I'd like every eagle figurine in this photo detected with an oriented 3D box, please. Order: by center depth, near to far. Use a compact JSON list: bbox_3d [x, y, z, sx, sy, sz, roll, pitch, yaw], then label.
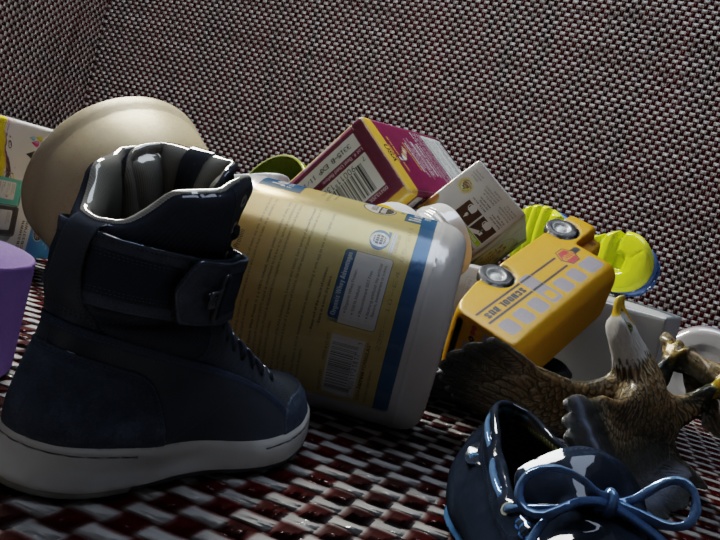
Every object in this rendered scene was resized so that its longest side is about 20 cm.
[{"bbox_3d":[0.169,0.092,0.548,0.200,0.151,0.152,-16,-21,-26],"label":"eagle figurine"}]

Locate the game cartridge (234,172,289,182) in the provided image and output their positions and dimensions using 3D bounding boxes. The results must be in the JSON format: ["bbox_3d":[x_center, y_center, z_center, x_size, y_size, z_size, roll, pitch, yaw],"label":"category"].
[{"bbox_3d":[-0.180,-0.044,0.950,0.200,0.133,0.042,0,-21,24],"label":"game cartridge"}]

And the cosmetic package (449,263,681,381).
[{"bbox_3d":[0.212,0.077,0.848,0.200,0.123,0.199,17,4,24],"label":"cosmetic package"}]

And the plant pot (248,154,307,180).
[{"bbox_3d":[-0.057,-0.019,1.047,0.200,0.187,0.187,28,-6,-38],"label":"plant pot"}]

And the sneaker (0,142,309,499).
[{"bbox_3d":[-0.071,0.020,0.394,0.077,0.146,0.202,14,1,24],"label":"sneaker"}]

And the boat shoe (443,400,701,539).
[{"bbox_3d":[0.077,0.099,0.323,0.084,0.069,0.200,13,4,-19],"label":"boat shoe"}]

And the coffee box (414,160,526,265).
[{"bbox_3d":[0.074,-0.012,0.867,0.080,0.200,0.114,53,2,17],"label":"coffee box"}]

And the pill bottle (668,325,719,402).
[{"bbox_3d":[0.459,0.130,1.094,0.112,0.112,0.200,16,3,23],"label":"pill bottle"}]

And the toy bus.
[{"bbox_3d":[0.147,0.025,0.681,0.078,0.065,0.200,33,42,28],"label":"toy bus"}]

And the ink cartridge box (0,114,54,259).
[{"bbox_3d":[-0.428,-0.100,0.845,0.146,0.147,0.200,16,4,17],"label":"ink cartridge box"}]

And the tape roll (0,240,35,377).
[{"bbox_3d":[-0.282,0.004,0.430,0.200,0.066,0.200,14,3,-1],"label":"tape roll"}]

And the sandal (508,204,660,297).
[{"bbox_3d":[0.245,-0.015,0.895,0.087,0.080,0.200,16,8,-41],"label":"sandal"}]

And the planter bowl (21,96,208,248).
[{"bbox_3d":[-0.223,-0.055,0.835,0.200,0.200,0.135,10,33,-52],"label":"planter bowl"}]

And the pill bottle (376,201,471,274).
[{"bbox_3d":[0.000,0.000,0.734,0.200,0.104,0.104,-19,20,-27],"label":"pill bottle"}]

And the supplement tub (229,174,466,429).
[{"bbox_3d":[-0.039,0.016,0.564,0.200,0.145,0.145,15,3,5],"label":"supplement tub"}]

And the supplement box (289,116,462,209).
[{"bbox_3d":[0.028,-0.084,0.918,0.103,0.131,0.200,58,25,15],"label":"supplement box"}]

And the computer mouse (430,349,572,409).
[{"bbox_3d":[0.072,0.090,0.716,0.200,0.046,0.140,2,10,-11],"label":"computer mouse"}]
